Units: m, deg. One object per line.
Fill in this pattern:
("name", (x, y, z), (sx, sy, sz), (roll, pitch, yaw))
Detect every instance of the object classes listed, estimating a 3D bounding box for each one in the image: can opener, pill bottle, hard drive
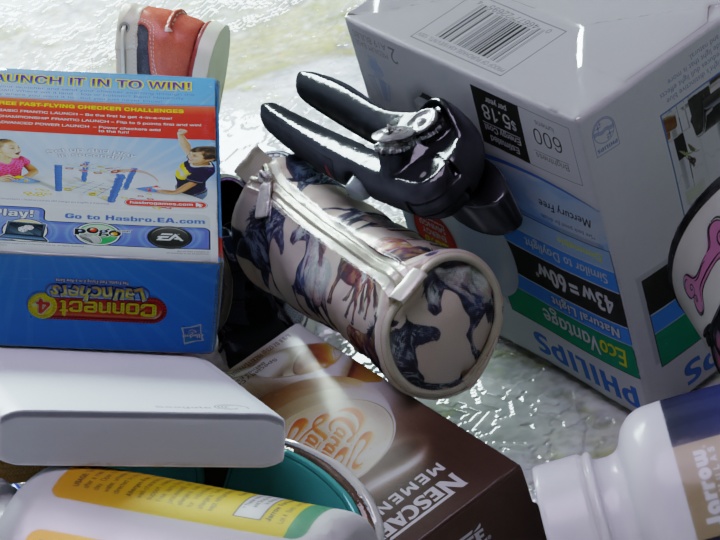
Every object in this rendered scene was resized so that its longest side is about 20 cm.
("can opener", (0.004, -0.064, 1.569), (0.063, 0.079, 0.200), (-37, 34, -21))
("pill bottle", (-0.099, 0.147, 1.325), (0.199, 0.113, 0.113), (8, 41, 17))
("hard drive", (-0.124, 0.060, 1.421), (0.131, 0.027, 0.200), (2, 8, -17))
("pill bottle", (0.187, 0.107, 1.417), (0.199, 0.111, 0.111), (-16, 34, 5))

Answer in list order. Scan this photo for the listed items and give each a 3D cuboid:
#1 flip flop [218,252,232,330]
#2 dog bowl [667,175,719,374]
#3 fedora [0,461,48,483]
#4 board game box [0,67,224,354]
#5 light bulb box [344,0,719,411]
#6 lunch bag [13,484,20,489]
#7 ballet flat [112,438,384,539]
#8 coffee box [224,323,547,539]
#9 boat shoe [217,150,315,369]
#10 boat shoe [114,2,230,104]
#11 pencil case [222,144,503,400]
("flip flop", (-0.138, -0.018, 1.671), (0.200, 0.081, 0.057), (23, 8, 40))
("dog bowl", (0.255, 0.008, 1.461), (0.199, 0.200, 0.074), (-14, 55, 6))
("fedora", (-0.195, 0.051, 1.570), (0.200, 0.082, 0.201), (9, 47, -10))
("board game box", (-0.171, -0.036, 1.538), (0.199, 0.056, 0.196), (3, 30, -4))
("light bulb box", (0.116, -0.059, 1.600), (0.125, 0.201, 0.198), (-35, 38, -23))
("lunch bag", (-0.257, 0.159, 1.557), (0.199, 0.128, 0.170), (-17, 29, -23))
("ballet flat", (-0.055, 0.113, 1.430), (0.199, 0.070, 0.069), (8, 42, 38))
("coffee box", (-0.008, 0.118, 1.520), (0.114, 0.080, 0.200), (-35, 38, -21))
("boat shoe", (-0.060, -0.033, 1.744), (0.074, 0.093, 0.200), (-13, 35, 8))
("boat shoe", (-0.123, -0.056, 1.721), (0.062, 0.201, 0.071), (14, 20, 7))
("pencil case", (0.000, 0.000, 1.570), (0.078, 0.089, 0.200), (-53, 34, -2))
